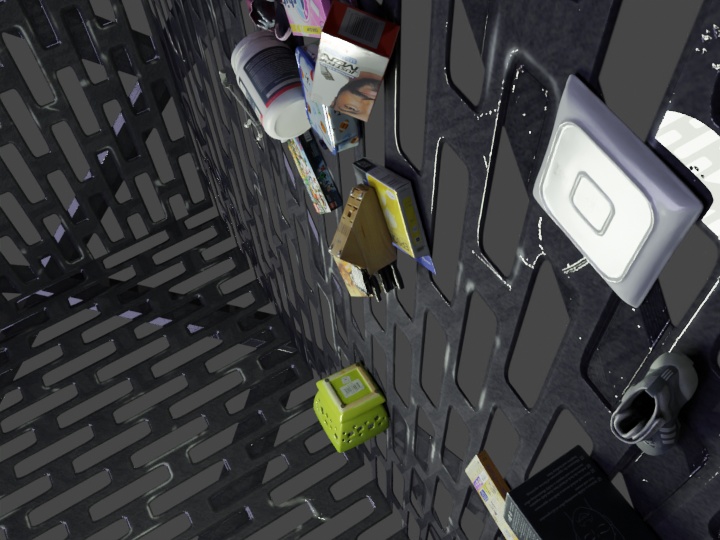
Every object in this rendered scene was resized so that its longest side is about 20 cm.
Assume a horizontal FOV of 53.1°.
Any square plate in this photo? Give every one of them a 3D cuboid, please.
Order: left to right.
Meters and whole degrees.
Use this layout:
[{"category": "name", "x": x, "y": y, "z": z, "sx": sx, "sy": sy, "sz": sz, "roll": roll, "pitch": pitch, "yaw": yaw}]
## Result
[{"category": "square plate", "x": 0.261, "y": -0.077, "z": 0.788, "sx": 0.199, "sy": 0.028, "sz": 0.201, "roll": 56, "pitch": 163, "yaw": 27}]

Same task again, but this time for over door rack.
[{"category": "over door rack", "x": -0.215, "y": -0.396, "z": 1.661, "sx": 0.202, "sy": 0.146, "sz": 0.067, "roll": 57, "pitch": 159, "yaw": 22}]

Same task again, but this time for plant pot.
[{"category": "plant pot", "x": -0.030, "y": 0.428, "z": 2.328, "sx": 0.200, "sy": 0.197, "sz": 0.184, "roll": 52, "pitch": 154, "yaw": 37}]

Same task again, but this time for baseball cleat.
[{"category": "baseball cleat", "x": 0.325, "y": 0.171, "z": 0.832, "sx": 0.070, "sy": 0.105, "sz": 0.202, "roll": 44, "pitch": 158, "yaw": 38}]

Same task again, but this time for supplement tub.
[{"category": "supplement tub", "x": -0.181, "y": -0.397, "z": 1.546, "sx": 0.202, "sy": 0.138, "sz": 0.141, "roll": 59, "pitch": 165, "yaw": 21}]

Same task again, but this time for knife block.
[{"category": "knife block", "x": 0.035, "y": -0.048, "z": 1.424, "sx": 0.064, "sy": 0.173, "sz": 0.203, "roll": 32, "pitch": 102, "yaw": 62}]

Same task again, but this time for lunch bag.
[{"category": "lunch bag", "x": -0.067, "y": -0.334, "z": 1.398, "sx": 0.161, "sy": 0.074, "sz": 0.202, "roll": 56, "pitch": 162, "yaw": 35}]

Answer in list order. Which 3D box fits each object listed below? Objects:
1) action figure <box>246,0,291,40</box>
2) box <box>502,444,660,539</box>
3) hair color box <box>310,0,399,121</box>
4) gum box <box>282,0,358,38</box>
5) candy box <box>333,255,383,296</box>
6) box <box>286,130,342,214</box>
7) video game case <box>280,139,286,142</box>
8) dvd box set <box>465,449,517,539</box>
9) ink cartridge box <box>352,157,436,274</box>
[{"category": "action figure", "x": -0.197, "y": -0.586, "z": 1.441, "sx": 0.147, "sy": 0.134, "sz": 0.202, "roll": 20, "pitch": -144, "yaw": -41}, {"category": "box", "x": 0.336, "y": 0.402, "z": 1.098, "sx": 0.201, "sy": 0.147, "sz": 0.108, "roll": 53, "pitch": 163, "yaw": 36}, {"category": "hair color box", "x": -0.014, "y": -0.325, "z": 1.143, "sx": 0.109, "sy": 0.065, "sz": 0.200, "roll": 20, "pitch": 163, "yaw": -2}, {"category": "gum box", "x": -0.071, "y": -0.459, "z": 1.209, "sx": 0.200, "sy": 0.065, "sz": 0.115, "roll": 37, "pitch": 149, "yaw": 59}, {"category": "candy box", "x": 0.000, "y": 0.000, "z": 1.757, "sx": 0.117, "sy": 0.055, "sz": 0.200, "roll": 65, "pitch": 165, "yaw": -5}, {"category": "box", "x": -0.116, "y": -0.241, "z": 1.785, "sx": 0.203, "sy": 0.037, "sz": 0.136, "roll": 66, "pitch": 165, "yaw": -8}, {"category": "video game case", "x": -0.232, "y": -0.453, "z": 1.861, "sx": 0.185, "sy": 0.022, "sz": 0.200, "roll": 61, "pitch": 164, "yaw": 10}, {"category": "dvd box set", "x": 0.308, "y": 0.510, "z": 1.603, "sx": 0.202, "sy": 0.029, "sz": 0.147, "roll": 58, "pitch": 164, "yaw": 24}, {"category": "ink cartridge box", "x": 0.062, "y": -0.102, "z": 1.400, "sx": 0.197, "sy": 0.046, "sz": 0.203, "roll": 39, "pitch": 150, "yaw": 57}]
